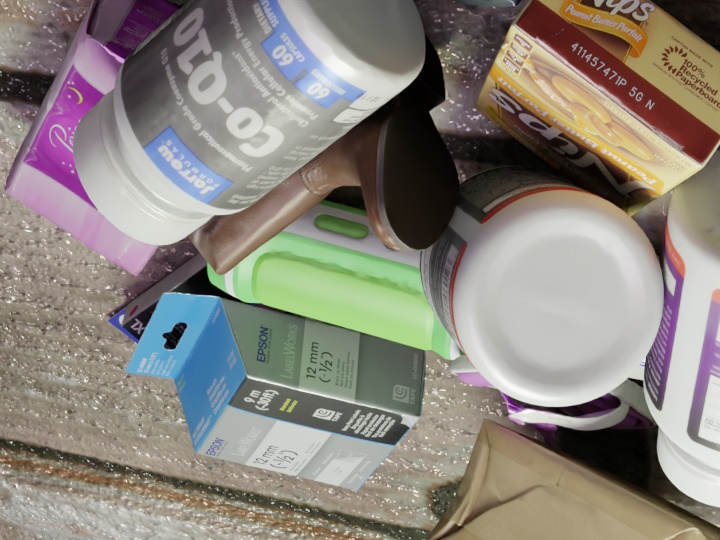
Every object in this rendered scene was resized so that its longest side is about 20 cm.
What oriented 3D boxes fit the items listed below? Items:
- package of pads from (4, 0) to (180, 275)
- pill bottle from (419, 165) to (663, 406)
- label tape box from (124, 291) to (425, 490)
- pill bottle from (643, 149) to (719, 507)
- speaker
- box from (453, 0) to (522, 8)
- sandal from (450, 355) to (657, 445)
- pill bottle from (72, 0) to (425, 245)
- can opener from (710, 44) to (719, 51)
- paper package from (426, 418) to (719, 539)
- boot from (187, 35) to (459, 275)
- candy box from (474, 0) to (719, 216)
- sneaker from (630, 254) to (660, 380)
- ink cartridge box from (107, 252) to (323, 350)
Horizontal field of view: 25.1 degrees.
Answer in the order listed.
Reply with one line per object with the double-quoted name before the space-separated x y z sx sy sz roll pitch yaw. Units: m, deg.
"package of pads" -0.157 -0.093 1.088 0.120 0.076 0.200 31 140 -9
"pill bottle" 0.095 0.000 0.938 0.114 0.200 0.117 -1 100 -6
"label tape box" -0.068 0.091 1.198 0.198 0.067 0.143 13 148 -15
"pill bottle" 0.216 0.039 0.899 0.110 0.112 0.201 13 136 14
"speaker" 0.000 0.000 1.100 0.198 0.089 0.089 15 139 12
"box" 0.002 -0.213 0.827 0.199 0.158 0.051 35 95 -11
"sandal" 0.140 0.093 1.083 0.082 0.050 0.202 -9 161 43
"pill bottle" -0.069 -0.103 0.920 0.114 0.114 0.199 42 126 -19
"can opener" 0.230 -0.099 0.893 0.198 0.079 0.064 15 152 26
"paper package" 0.175 0.200 1.108 0.190 0.104 0.199 25 180 38
"boot" -0.036 -0.038 0.977 0.199 0.187 0.064 -30 122 28
"candy box" 0.129 -0.093 0.863 0.115 0.055 0.200 38 174 2
"sneaker" 0.212 0.000 1.005 0.198 0.081 0.148 20 129 16
"ink cartridge box" -0.116 0.041 1.243 0.095 0.037 0.199 40 140 -17
